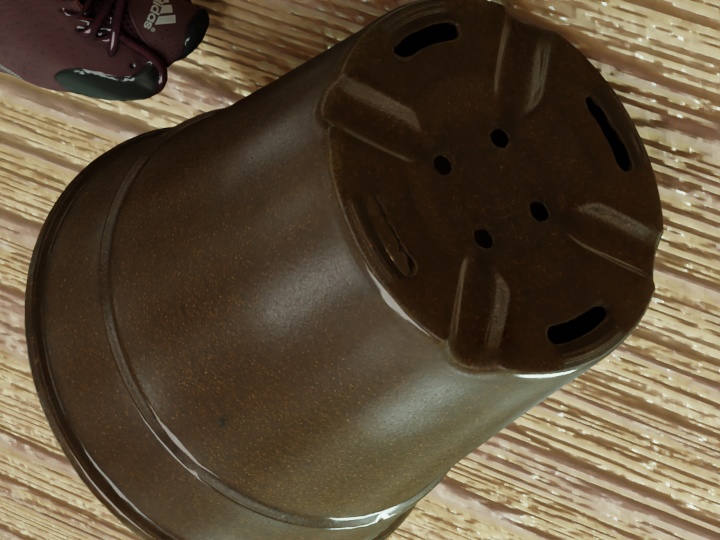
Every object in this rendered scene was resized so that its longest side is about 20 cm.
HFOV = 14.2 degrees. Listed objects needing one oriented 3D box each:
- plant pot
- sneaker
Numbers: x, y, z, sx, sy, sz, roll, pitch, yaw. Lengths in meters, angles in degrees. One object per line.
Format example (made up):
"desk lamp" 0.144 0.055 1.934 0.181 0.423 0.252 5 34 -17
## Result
"plant pot" 0.000 0.000 1.123 0.200 0.200 0.198 41 144 -12
"sneaker" -0.112 -0.133 1.169 0.115 0.076 0.200 21 155 -1
